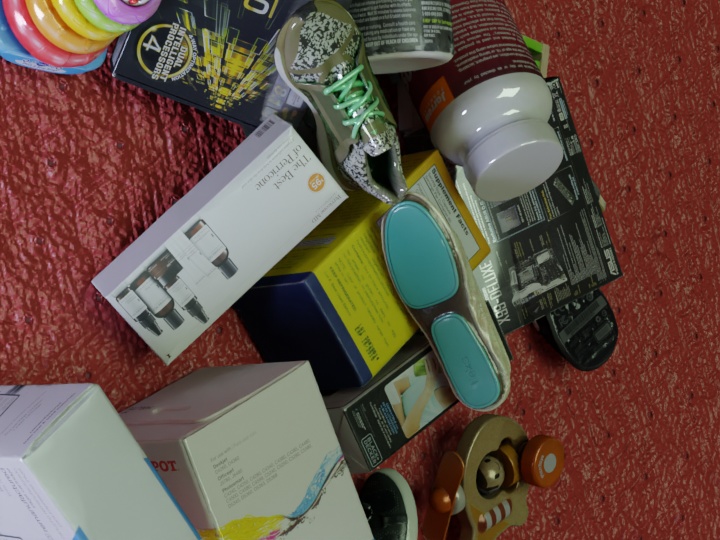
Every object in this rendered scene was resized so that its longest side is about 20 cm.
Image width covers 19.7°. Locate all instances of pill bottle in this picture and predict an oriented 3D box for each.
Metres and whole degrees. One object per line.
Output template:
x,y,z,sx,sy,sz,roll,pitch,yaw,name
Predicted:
0.019,-0.270,1.720,0.106,0.106,0.202,-3,87,-42,pill bottle
0.097,-0.166,1.797,0.112,0.113,0.201,2,53,-42,pill bottle

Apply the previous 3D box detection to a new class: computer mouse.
0.194,-0.012,1.984,0.140,0.046,0.201,-45,110,-23,computer mouse

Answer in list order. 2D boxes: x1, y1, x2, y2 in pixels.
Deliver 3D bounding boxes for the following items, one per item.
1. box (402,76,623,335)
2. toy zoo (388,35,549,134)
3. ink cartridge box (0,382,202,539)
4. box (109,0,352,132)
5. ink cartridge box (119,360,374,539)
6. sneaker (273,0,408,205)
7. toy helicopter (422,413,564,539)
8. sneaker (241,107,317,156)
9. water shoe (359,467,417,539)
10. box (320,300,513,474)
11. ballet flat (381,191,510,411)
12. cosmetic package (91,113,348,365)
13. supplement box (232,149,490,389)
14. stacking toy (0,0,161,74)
0.142,-0.057,1.899,0.157,0.050,0.202,-25,102,-27,box
0.098,-0.176,1.936,0.199,0.020,0.133,18,74,-40,toy zoo
-0.228,0.161,1.478,0.086,0.199,0.147,-46,115,-34,ink cartridge box
-0.092,-0.222,1.648,0.160,0.049,0.201,20,108,-18,box
-0.100,0.192,1.628,0.146,0.146,0.202,-30,106,-40,ink cartridge box
-0.002,-0.130,1.637,0.077,0.089,0.201,-37,135,-12,sneaker
0.102,0.229,1.864,0.132,0.078,0.202,11,90,-48,toy helicopter
-0.061,-0.179,1.757,0.114,0.076,0.201,-38,113,-40,sneaker
-0.008,0.259,1.757,0.079,0.071,0.202,25,68,-36,water shoe
0.024,0.101,1.776,0.199,0.116,0.061,-34,105,-38,box
0.072,0.023,1.725,0.202,0.067,0.062,69,22,-13,ballet flat
-0.111,-0.025,1.650,0.200,0.051,0.083,-44,118,-6,cosmetic package
0.000,0.000,1.767,0.200,0.109,0.109,-44,114,-36,supplement box
-0.188,-0.218,1.557,0.115,0.199,0.111,9,79,-42,stacking toy
